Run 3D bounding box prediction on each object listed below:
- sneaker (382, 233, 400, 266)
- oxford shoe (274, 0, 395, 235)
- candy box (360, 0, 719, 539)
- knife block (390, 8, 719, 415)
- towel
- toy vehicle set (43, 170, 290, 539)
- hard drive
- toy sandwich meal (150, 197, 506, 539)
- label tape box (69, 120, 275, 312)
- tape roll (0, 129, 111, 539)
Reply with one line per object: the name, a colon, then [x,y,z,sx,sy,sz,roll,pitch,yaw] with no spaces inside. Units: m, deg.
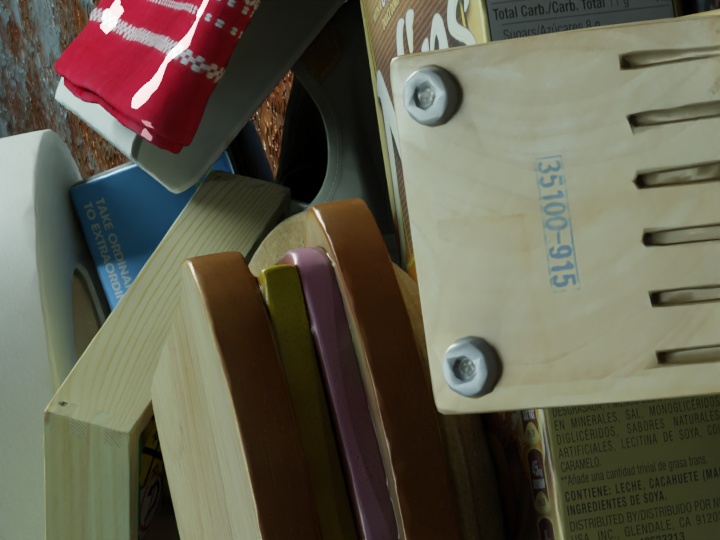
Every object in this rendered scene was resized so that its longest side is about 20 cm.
sneaker: [0.025,0.091,0.850,0.105,0.075,0.201,103,152,-47]
oxford shoe: [0.000,0.000,0.958,0.075,0.057,0.201,-121,24,-57]
candy box: [0.045,-0.021,0.735,0.115,0.055,0.202,159,102,-76]
knife block: [0.092,-0.019,0.545,0.199,0.175,0.065,-6,94,33]
towel: [-0.028,-0.133,0.846,0.201,0.022,0.145,-63,18,4]
toy vehicle set: [-0.058,0.085,0.887,0.124,0.026,0.201,-59,-21,-49]
hard drive: [-0.042,-0.094,0.964,0.026,0.132,0.200,39,179,-14]
toy sandwich meal: [-0.022,0.077,0.756,0.205,0.070,0.207,176,90,-69]
label tape box: [-0.048,0.025,1.026,0.200,0.063,0.145,-72,-37,-86]
tape roll: [-0.118,0.057,0.994,0.202,0.070,0.204,-11,-90,-88]
